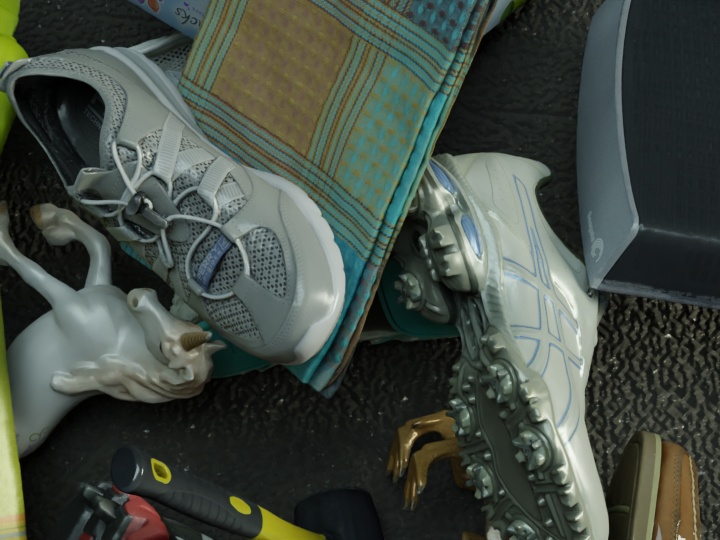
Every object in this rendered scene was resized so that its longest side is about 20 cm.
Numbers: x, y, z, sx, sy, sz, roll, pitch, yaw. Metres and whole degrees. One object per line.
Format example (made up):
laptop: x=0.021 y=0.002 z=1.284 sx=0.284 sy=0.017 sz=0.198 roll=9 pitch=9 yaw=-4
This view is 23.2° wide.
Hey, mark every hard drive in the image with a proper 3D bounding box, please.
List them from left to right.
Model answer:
hard drive: x=0.172 y=-0.064 z=0.834 sx=0.135 sy=0.042 sz=0.200 roll=10 pitch=46 yaw=-1

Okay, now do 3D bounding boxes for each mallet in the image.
mallet: x=-0.045 y=0.101 z=0.755 sx=0.041 sy=0.200 sz=0.066 roll=-23 pitch=53 yaw=20

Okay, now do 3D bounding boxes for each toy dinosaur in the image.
toy dinosaur: x=0.071 y=0.087 z=0.828 sx=0.106 sy=0.060 sz=0.200 roll=9 pitch=73 yaw=-12

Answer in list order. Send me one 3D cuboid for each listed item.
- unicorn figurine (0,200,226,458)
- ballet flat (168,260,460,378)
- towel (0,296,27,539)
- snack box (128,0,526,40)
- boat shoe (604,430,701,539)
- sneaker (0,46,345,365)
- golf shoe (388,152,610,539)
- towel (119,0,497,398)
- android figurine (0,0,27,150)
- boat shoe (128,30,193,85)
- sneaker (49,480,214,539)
unicorn figurine: x=-0.148 y=0.035 z=0.844 sx=0.200 sy=0.074 sz=0.137 roll=-45 pitch=74 yaw=27
ballet flat: x=0.000 y=0.000 z=0.862 sx=0.200 sy=0.072 sz=0.072 roll=-10 pitch=66 yaw=0
towel: x=-0.191 y=0.087 z=0.774 sx=0.086 sy=0.018 sz=0.201 roll=-3 pitch=83 yaw=-38
snack box: x=-0.008 y=-0.174 z=0.895 sx=0.169 sy=0.068 sz=0.200 roll=33 pitch=47 yaw=19
boat shoe: x=0.136 y=0.173 z=0.772 sx=0.068 sy=0.072 sz=0.200 roll=9 pitch=74 yaw=-3
sneaker: x=-0.089 y=-0.027 z=0.764 sx=0.200 sy=0.082 sz=0.075 roll=41 pitch=114 yaw=30
golf shoe: x=0.082 y=0.035 z=0.778 sx=0.097 sy=0.078 sz=0.200 roll=-13 pitch=77 yaw=-28
towel: x=-0.030 y=-0.064 z=0.782 sx=0.147 sy=0.022 sz=0.200 roll=35 pitch=113 yaw=31
android figurine: x=-0.224 y=-0.074 z=0.868 sx=0.182 sy=0.041 sz=0.200 roll=-12 pitch=56 yaw=50
boat shoe: x=-0.055 y=-0.101 z=0.906 sx=0.200 sy=0.069 sz=0.071 roll=-15 pitch=64 yaw=-1
sneaker: x=-0.070 y=0.160 z=0.751 sx=0.071 sy=0.098 sz=0.200 roll=-58 pitch=30 yaw=4
